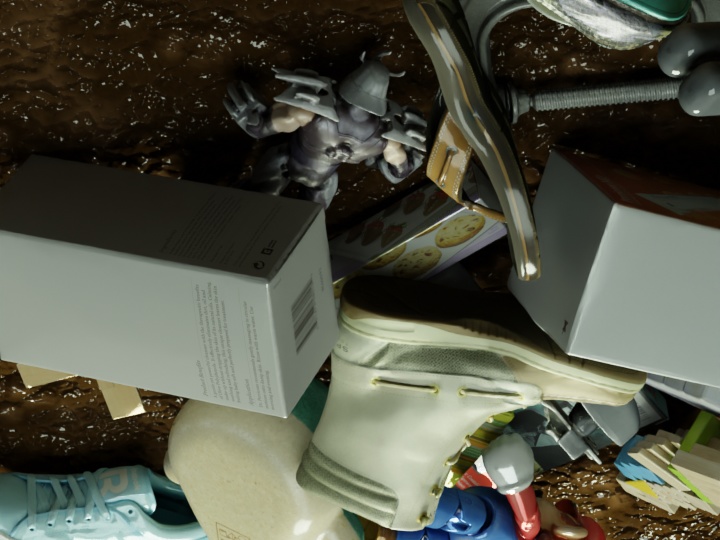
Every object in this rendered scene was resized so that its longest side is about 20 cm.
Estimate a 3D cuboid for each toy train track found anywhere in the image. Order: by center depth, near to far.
[{"bbox_3d":[-0.128,0.035,1.556,0.199,0.033,0.115,-13,131,2],"label":"toy train track"}]

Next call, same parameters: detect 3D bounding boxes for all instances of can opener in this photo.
[{"bbox_3d":[0.242,-0.107,1.345,0.199,0.054,0.067,-6,151,-38],"label":"can opener"},{"bbox_3d":[0.111,0.050,1.551,0.067,0.053,0.200,-39,118,2],"label":"can opener"}]

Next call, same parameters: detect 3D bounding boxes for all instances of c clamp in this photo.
[{"bbox_3d":[0.150,-0.121,1.397,0.199,0.027,0.171,-1,137,-1],"label":"c clamp"}]

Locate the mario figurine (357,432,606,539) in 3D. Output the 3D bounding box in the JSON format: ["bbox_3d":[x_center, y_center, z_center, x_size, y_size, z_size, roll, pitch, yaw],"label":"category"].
[{"bbox_3d":[0.087,0.170,1.658,0.199,0.107,0.123,21,167,-36],"label":"mario figurine"}]

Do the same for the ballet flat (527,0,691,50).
[{"bbox_3d":[0.088,-0.177,1.299,0.200,0.072,0.072,28,130,-20],"label":"ballet flat"}]

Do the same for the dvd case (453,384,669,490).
[{"bbox_3d":[0.094,0.098,1.645,0.199,0.022,0.146,-25,134,24],"label":"dvd case"}]

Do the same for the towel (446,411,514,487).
[{"bbox_3d":[0.023,0.139,1.661,0.086,0.018,0.200,20,134,-19],"label":"towel"}]

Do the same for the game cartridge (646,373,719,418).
[{"bbox_3d":[0.263,0.091,1.575,0.199,0.039,0.129,25,174,-33],"label":"game cartridge"}]

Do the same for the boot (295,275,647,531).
[{"bbox_3d":[0.068,0.093,1.495,0.199,0.072,0.155,11,116,-8],"label":"boot"}]

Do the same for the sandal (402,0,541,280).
[{"bbox_3d":[0.056,-0.080,1.363,0.054,0.082,0.201,-20,123,10],"label":"sandal"}]

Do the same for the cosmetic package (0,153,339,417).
[{"bbox_3d":[-0.123,0.008,1.416,0.199,0.085,0.108,12,131,21],"label":"cosmetic package"}]

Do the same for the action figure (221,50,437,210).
[{"bbox_3d":[-0.035,-0.063,1.424,0.130,0.070,0.200,24,128,-18],"label":"action figure"}]

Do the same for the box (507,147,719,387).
[{"bbox_3d":[0.210,0.007,1.452,0.199,0.124,0.098,13,105,-18],"label":"box"}]

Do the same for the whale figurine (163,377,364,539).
[{"bbox_3d":[-0.058,0.147,1.616,0.158,0.104,0.201,21,137,24],"label":"whale figurine"}]

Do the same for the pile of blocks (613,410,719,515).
[{"bbox_3d":[0.226,0.122,1.620,0.082,0.062,0.200,36,168,-12],"label":"pile of blocks"}]

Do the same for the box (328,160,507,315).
[{"bbox_3d":[0.000,0.000,1.497,0.199,0.039,0.041,-29,131,16],"label":"box"}]

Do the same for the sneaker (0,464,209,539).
[{"bbox_3d":[-0.185,0.161,1.667,0.199,0.074,0.082,10,130,-28],"label":"sneaker"}]
